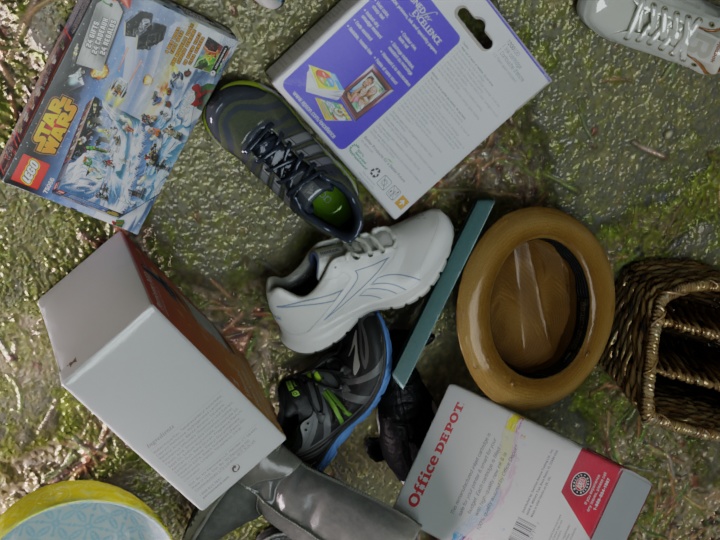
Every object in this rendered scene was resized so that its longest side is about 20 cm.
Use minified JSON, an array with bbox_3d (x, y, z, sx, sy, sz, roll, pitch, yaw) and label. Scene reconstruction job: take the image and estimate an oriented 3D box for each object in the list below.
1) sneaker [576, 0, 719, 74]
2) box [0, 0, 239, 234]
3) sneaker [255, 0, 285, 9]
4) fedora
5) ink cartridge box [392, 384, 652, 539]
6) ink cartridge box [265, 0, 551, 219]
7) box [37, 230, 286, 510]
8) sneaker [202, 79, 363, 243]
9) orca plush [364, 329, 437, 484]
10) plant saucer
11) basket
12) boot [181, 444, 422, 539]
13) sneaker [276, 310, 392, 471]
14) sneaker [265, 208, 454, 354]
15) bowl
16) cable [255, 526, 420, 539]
[{"bbox_3d":[0.303,-0.233,1.527,0.198,0.085,0.073,9,115,-23],"label":"sneaker"},{"bbox_3d":[-0.212,-0.145,1.400,0.136,0.040,0.201,22,107,-30],"label":"box"},{"bbox_3d":[-0.151,-0.272,1.348,0.199,0.075,0.087,34,111,-26],"label":"sneaker"},{"bbox_3d":[0.160,0.034,1.600,0.199,0.082,0.203,-5,101,-28],"label":"fedora"},{"bbox_3d":[0.161,0.225,1.607,0.147,0.199,0.144,-63,155,-2],"label":"ink cartridge box"},{"bbox_3d":[0.046,-0.178,1.479,0.200,0.043,0.198,-40,123,5],"label":"ink cartridge box"},{"bbox_3d":[-0.182,0.091,1.469,0.106,0.153,0.200,-39,124,3],"label":"box"},{"bbox_3d":[-0.061,-0.098,1.458,0.200,0.081,0.074,38,98,-33],"label":"sneaker"},{"bbox_3d":[0.065,0.158,1.648,0.104,0.071,0.202,-5,118,-19],"label":"orca plush"},{"bbox_3d":[0.079,0.018,1.567,0.019,0.070,0.202,27,95,-1],"label":"plant saucer"},{"bbox_3d":[0.364,0.083,1.679,0.198,0.149,0.144,16,110,-26],"label":"basket"},{"bbox_3d":[-0.061,0.257,1.591,0.199,0.073,0.182,31,126,-8],"label":"boot"},{"bbox_3d":[-0.036,0.122,1.590,0.082,0.071,0.201,22,110,-35],"label":"sneaker"},{"bbox_3d":[0.000,0.000,1.532,0.199,0.075,0.087,-33,133,-3],"label":"sneaker"},{"bbox_3d":[-0.281,0.274,1.553,0.198,0.108,0.202,-9,120,-16],"label":"bowl"},{"bbox_3d":[-0.011,0.300,1.704,0.198,0.050,0.098,17,116,-29],"label":"cable"}]
